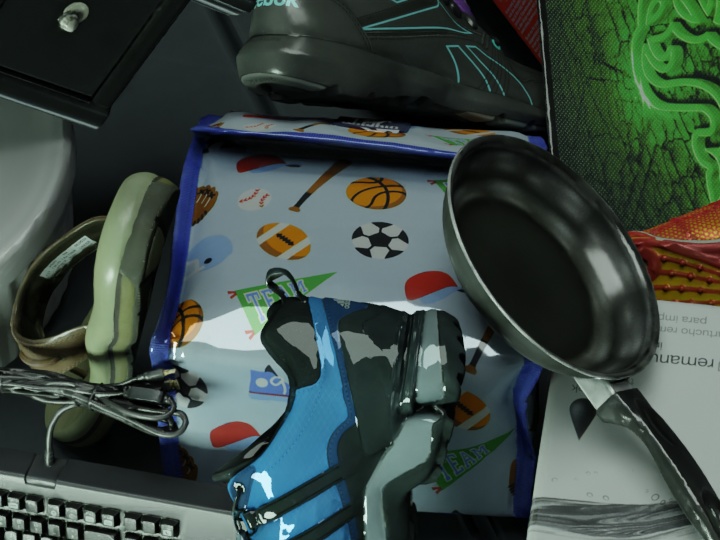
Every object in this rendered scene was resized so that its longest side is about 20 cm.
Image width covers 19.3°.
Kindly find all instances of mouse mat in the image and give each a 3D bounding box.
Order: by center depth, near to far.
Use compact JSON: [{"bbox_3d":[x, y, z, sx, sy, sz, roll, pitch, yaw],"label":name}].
[{"bbox_3d":[0.163,-0.101,1.022,0.160,0.008,0.201,1,72,-13],"label":"mouse mat"}]

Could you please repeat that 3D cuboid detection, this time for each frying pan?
[{"bbox_3d":[0.099,0.026,0.855,0.190,0.031,0.115,50,35,-1],"label":"frying pan"}]

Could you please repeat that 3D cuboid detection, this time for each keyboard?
[{"bbox_3d":[-0.132,0.093,0.888,0.199,0.127,0.021,8,21,12],"label":"keyboard"}]

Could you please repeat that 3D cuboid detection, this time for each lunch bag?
[{"bbox_3d":[0.000,0.000,0.952,0.169,0.124,0.200,4,41,3],"label":"lunch bag"}]

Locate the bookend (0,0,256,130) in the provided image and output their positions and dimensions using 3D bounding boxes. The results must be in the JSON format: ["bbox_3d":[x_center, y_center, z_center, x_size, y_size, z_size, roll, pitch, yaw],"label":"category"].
[{"bbox_3d":[-0.190,-0.102,0.935,0.200,0.198,0.092,-49,48,22],"label":"bookend"}]

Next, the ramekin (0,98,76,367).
[{"bbox_3d":[-0.228,-0.023,1.011,0.202,0.094,0.203,-3,50,3],"label":"ramekin"}]

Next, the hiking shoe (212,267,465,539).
[{"bbox_3d":[-0.019,0.104,0.842,0.086,0.074,0.201,15,95,3],"label":"hiking shoe"}]

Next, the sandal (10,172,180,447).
[{"bbox_3d":[-0.118,0.011,0.904,0.057,0.201,0.080,14,61,-6],"label":"sandal"}]

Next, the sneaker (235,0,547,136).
[{"bbox_3d":[0.031,-0.108,1.005,0.075,0.200,0.080,-1,82,45],"label":"sneaker"}]

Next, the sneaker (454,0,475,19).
[{"bbox_3d":[0.011,-0.172,1.118,0.080,0.089,0.200,-12,51,-7],"label":"sneaker"}]

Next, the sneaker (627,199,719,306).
[{"bbox_3d":[0.179,-0.004,0.955,0.200,0.077,0.073,-24,87,21],"label":"sneaker"}]

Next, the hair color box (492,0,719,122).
[{"bbox_3d":[0.116,-0.171,1.072,0.111,0.064,0.200,-33,83,-21],"label":"hair color box"}]

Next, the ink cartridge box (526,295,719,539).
[{"bbox_3d":[0.140,0.116,0.863,0.144,0.084,0.200,5,51,9],"label":"ink cartridge box"}]
